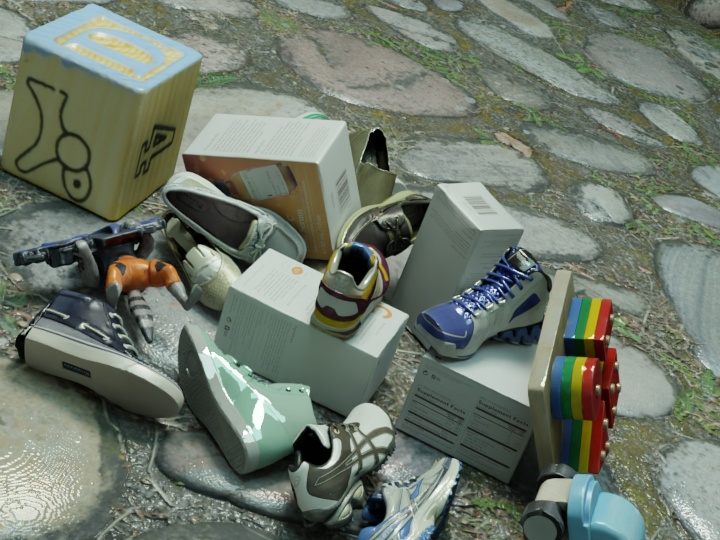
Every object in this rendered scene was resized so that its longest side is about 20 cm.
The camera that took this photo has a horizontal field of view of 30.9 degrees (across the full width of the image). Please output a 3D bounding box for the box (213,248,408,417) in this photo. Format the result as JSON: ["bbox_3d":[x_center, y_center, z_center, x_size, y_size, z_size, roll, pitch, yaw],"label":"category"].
[{"bbox_3d":[-0.060,0.075,1.584,0.198,0.098,0.124,25,29,10],"label":"box"}]

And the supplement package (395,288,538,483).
[{"bbox_3d":[0.156,0.137,1.603,0.154,0.112,0.200,25,30,9],"label":"supplement package"}]

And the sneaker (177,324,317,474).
[{"bbox_3d":[-0.125,0.135,1.463,0.117,0.074,0.201,-11,51,-34],"label":"sneaker"}]

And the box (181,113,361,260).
[{"bbox_3d":[-0.115,-0.112,1.728,0.198,0.154,0.107,5,38,22],"label":"box"}]

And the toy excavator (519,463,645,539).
[{"bbox_3d":[0.281,0.312,1.381,0.198,0.197,0.100,-1,21,23],"label":"toy excavator"}]

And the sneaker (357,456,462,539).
[{"bbox_3d":[0.050,0.250,1.385,0.084,0.078,0.200,22,28,11],"label":"sneaker"}]

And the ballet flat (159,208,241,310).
[{"bbox_3d":[-0.212,-0.016,1.671,0.062,0.067,0.200,43,1,-42],"label":"ballet flat"}]

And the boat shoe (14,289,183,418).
[{"bbox_3d":[-0.273,0.086,1.438,0.198,0.075,0.093,23,48,6],"label":"boat shoe"}]

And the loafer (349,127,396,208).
[{"bbox_3d":[0.010,-0.118,1.818,0.075,0.069,0.202,15,55,-35],"label":"loafer"}]

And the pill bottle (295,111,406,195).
[{"bbox_3d":[-0.029,-0.144,1.959,0.112,0.114,0.200,-13,43,-45],"label":"pill bottle"}]

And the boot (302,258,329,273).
[{"bbox_3d":[-0.077,-0.006,1.755,0.145,0.071,0.200,24,27,20],"label":"boot"}]

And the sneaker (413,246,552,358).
[{"bbox_3d":[0.158,0.029,1.552,0.198,0.116,0.080,-8,37,-39],"label":"sneaker"}]

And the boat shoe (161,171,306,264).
[{"bbox_3d":[-0.162,-0.057,1.657,0.201,0.075,0.065,32,14,-8],"label":"boat shoe"}]

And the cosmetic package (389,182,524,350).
[{"bbox_3d":[0.124,-0.003,1.727,0.080,0.202,0.113,-4,39,-35],"label":"cosmetic package"}]

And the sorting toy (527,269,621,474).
[{"bbox_3d":[0.255,0.140,1.511,0.069,0.202,0.200,2,42,19],"label":"sorting toy"}]

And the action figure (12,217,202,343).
[{"bbox_3d":[-0.307,0.009,1.556,0.198,0.106,0.193,-13,26,-28],"label":"action figure"}]

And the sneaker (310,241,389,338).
[{"bbox_3d":[0.000,0.000,1.554,0.074,0.091,0.200,21,29,2],"label":"sneaker"}]

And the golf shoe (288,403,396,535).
[{"bbox_3d":[-0.021,0.187,1.394,0.095,0.077,0.200,60,27,-19],"label":"golf shoe"}]

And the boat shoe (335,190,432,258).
[{"bbox_3d":[0.041,-0.058,1.739,0.064,0.074,0.200,-1,26,38],"label":"boat shoe"}]

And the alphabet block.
[{"bbox_3d":[-0.355,-0.221,1.794,0.194,0.202,0.196,26,30,9],"label":"alphabet block"}]
